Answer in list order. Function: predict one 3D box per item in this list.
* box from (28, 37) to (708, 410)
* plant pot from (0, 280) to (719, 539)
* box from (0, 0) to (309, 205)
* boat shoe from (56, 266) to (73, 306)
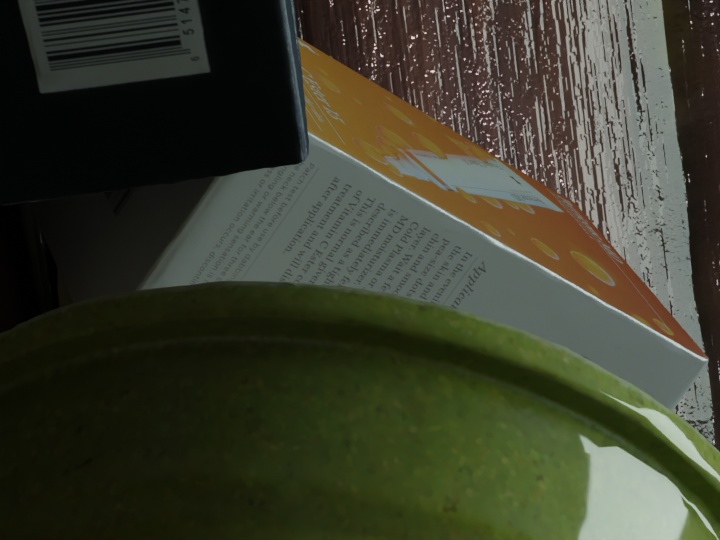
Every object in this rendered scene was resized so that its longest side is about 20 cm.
[{"bbox_3d":[0.000,0.000,0.846,0.098,0.199,0.125,-53,-147,13],"label":"box"},{"bbox_3d":[-0.017,0.137,0.462,0.201,0.199,0.185,82,11,-47],"label":"plant pot"},{"bbox_3d":[-0.080,-0.144,0.731,0.201,0.106,0.149,-96,179,-46],"label":"box"},{"bbox_3d":[-0.074,0.066,0.974,0.072,0.067,0.201,-100,-176,-60],"label":"boat shoe"}]
